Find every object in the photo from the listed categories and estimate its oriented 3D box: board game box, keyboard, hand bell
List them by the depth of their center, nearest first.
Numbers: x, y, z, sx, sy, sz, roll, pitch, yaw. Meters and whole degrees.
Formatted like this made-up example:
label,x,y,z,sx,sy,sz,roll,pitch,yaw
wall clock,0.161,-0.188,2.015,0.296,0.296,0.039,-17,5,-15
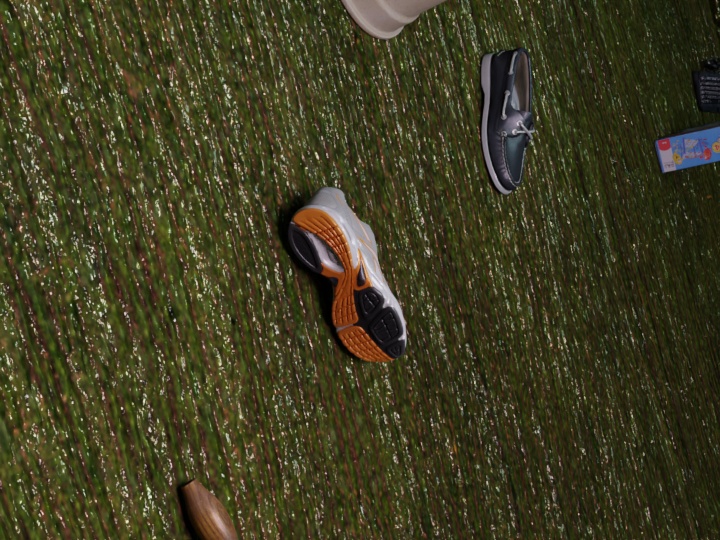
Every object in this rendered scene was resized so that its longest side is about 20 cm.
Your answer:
label,x,y,z,sx,sy,sz,roll,pitch,yaw
hand bell,-0.100,0.271,1.472,0.201,0.104,0.104,61,31,-5
board game box,0.622,-0.223,2.818,0.196,0.199,0.056,-22,99,-60
keyboard,0.667,-0.349,3.116,0.200,0.039,0.105,-10,88,-62

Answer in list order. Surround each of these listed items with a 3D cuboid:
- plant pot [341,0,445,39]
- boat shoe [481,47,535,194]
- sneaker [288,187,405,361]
label,x,y,z,sx,sy,sz,roll,pitch,yaw
plant pot,0.080,-0.391,1.941,0.200,0.182,0.202,32,51,-51
boat shoe,0.198,-0.201,2.198,0.075,0.060,0.202,21,61,-56
sneaker,0.000,0.000,1.741,0.201,0.075,0.092,64,27,-25
